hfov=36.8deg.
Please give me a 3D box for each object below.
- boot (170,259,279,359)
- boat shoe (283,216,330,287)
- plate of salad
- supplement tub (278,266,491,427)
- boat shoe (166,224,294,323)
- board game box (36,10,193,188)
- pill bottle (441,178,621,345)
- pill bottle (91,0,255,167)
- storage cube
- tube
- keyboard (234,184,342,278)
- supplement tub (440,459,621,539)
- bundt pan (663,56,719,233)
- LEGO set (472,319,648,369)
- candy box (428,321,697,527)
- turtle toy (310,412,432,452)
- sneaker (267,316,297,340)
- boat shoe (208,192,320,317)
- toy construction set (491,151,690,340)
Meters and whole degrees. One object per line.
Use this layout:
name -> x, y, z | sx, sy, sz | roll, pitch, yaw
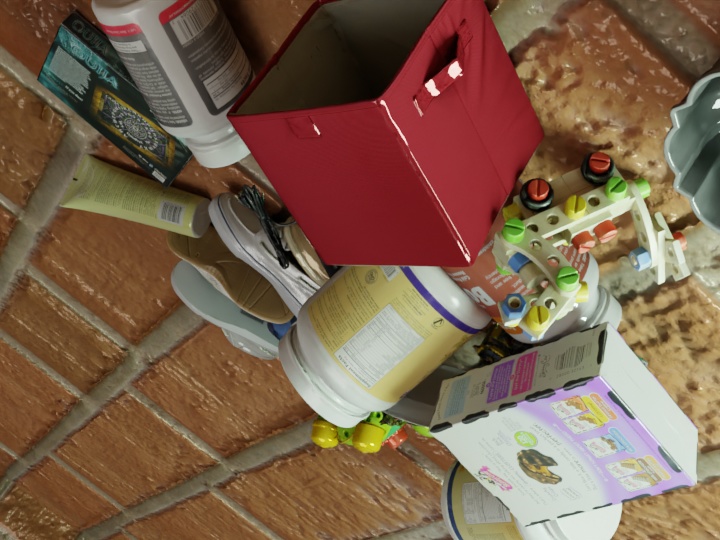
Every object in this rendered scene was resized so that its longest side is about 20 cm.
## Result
boot -> -0.178, 0.062, 1.455 | 0.199, 0.074, 0.095 | 34, 150, -14
boat shoe -> 0.000, 0.000, 1.235 | 0.200, 0.074, 0.069 | 44, 124, -14
plate of salad -> 0.088, 0.153, 1.242 | 0.198, 0.200, 0.049 | 17, 107, 25
supplement tub -> 0.025, 0.054, 1.125 | 0.145, 0.146, 0.200 | 42, 109, -15
boat shoe -> -0.154, 0.001, 1.372 | 0.199, 0.071, 0.069 | 36, 173, 16
board game box -> -0.274, -0.192, 1.249 | 0.200, 0.028, 0.135 | 41, 147, -10
pill bottle -> 0.155, -0.004, 1.037 | 0.200, 0.113, 0.112 | 43, 147, -15
pill bottle -> -0.169, -0.202, 1.062 | 0.110, 0.111, 0.201 | 8, 140, 35
storage cube -> 0.028, -0.124, 0.934 | 0.198, 0.172, 0.181 | 1, 137, 40
tube -> -0.282, -0.091, 1.363 | 0.198, 0.058, 0.053 | 16, 120, 18
keyboard -> -0.055, -0.056, 1.159 | 0.126, 0.021, 0.201 | -22, 113, 14
supplement tub -> 0.211, 0.285, 1.347 | 0.144, 0.145, 0.199 | 44, 146, -18
bundt pan -> 0.330, -0.097, 0.788 | 0.200, 0.076, 0.203 | 24, 148, 16
LEGO set -> 0.203, 0.128, 1.166 | 0.199, 0.116, 0.154 | 37, 148, -6
candy box -> 0.195, 0.155, 1.045 | 0.199, 0.072, 0.168 | -24, 121, 37
turtle toy -> 0.032, 0.168, 1.375 | 0.198, 0.147, 0.101 | -1, 157, 43
sneaker -> -0.044, 0.065, 1.356 | 0.073, 0.083, 0.199 | 10, 180, -40
boat shoe -> -0.091, -0.026, 1.274 | 0.200, 0.074, 0.067 | 46, 125, -3
toy construction set -> 0.197, -0.023, 0.936 | 0.132, 0.198, 0.092 | 62, 154, 26
